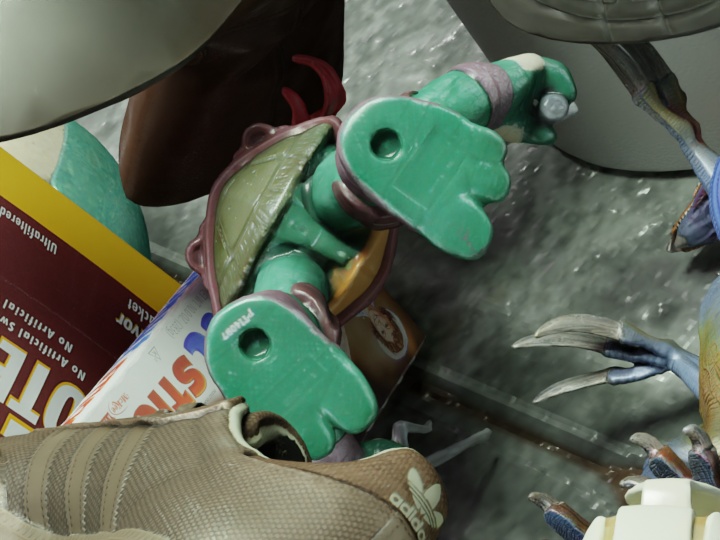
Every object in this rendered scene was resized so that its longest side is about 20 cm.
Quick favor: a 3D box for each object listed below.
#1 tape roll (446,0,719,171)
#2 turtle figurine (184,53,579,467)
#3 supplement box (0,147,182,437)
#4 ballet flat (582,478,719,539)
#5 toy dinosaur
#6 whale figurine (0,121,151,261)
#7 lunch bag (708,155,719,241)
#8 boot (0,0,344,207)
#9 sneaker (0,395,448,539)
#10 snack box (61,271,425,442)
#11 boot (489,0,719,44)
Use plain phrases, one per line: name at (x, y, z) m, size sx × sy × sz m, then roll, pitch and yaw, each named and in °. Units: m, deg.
tape roll at (0.106, -0.151, 0.971) m, size 0.202 × 0.139 × 0.203 m, roll -24°, pitch 38°, yaw 20°
turtle figurine at (0.000, 0.000, 0.846) m, size 0.200 × 0.100 × 0.150 m, roll -13°, pitch -61°, yaw -88°
supplement box at (-0.153, 0.100, 0.892) m, size 0.197 × 0.133 × 0.200 m, roll -32°, pitch 33°, yaw 33°
ballet flat at (0.066, 0.082, 0.668) m, size 0.070 × 0.066 × 0.200 m, roll -2°, pitch 2°, yaw 7°
toy dinosaur at (0.114, 0.030, 0.846) m, size 0.181 × 0.200 × 0.105 m, roll -40°, pitch -10°, yaw -44°
whale figurine at (-0.148, 0.022, 1.065) m, size 0.200 × 0.104 × 0.159 m, roll -38°, pitch 26°, yaw 47°
lunch bag at (0.201, -0.014, 0.739) m, size 0.200 × 0.076 × 0.160 m, roll -34°, pitch 67°, yaw 0°
boot at (-0.067, -0.059, 0.915) m, size 0.186 × 0.064 × 0.200 m, roll -33°, pitch -12°, yaw -20°
sneaker at (-0.048, 0.067, 0.705) m, size 0.075 × 0.071 × 0.200 m, roll -35°, pitch 21°, yaw -23°
snack box at (-0.036, 0.040, 0.878) m, size 0.024 × 0.072 × 0.200 m, roll -38°, pitch 8°, yaw 28°
boot at (0.143, -0.118, 0.822) m, size 0.200 × 0.073 × 0.150 m, roll -22°, pitch -4°, yaw 35°
